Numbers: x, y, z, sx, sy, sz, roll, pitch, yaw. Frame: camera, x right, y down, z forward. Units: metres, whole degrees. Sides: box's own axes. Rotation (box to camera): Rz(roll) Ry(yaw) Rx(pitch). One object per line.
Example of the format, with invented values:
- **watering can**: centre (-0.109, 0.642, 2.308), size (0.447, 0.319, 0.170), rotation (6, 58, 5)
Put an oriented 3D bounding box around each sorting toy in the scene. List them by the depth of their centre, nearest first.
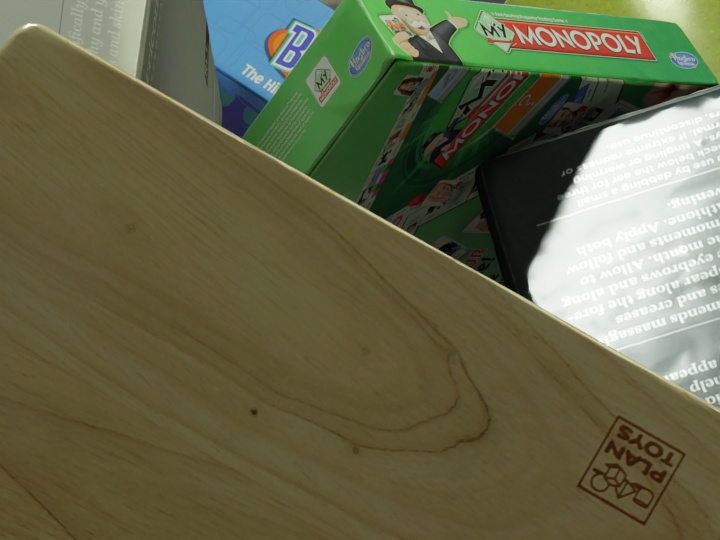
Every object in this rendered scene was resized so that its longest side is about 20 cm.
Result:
- **sorting toy**: centre (-0.039, 0.079, 0.693), size (0.200, 0.199, 0.070), rotation (30, -2, 10)

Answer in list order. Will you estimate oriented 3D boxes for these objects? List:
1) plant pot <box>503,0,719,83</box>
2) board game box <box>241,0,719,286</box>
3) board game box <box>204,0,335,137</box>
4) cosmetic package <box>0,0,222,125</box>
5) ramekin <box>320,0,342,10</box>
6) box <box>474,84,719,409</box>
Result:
- **plant pot**: centre (0.156, -0.016, 1.133), size (0.187, 0.187, 0.200), rotation (12, 40, -27)
- **board game box**: centre (0.000, 0.000, 0.875), size (0.135, 0.200, 0.029), rotation (2, 48, -43)
- **board game box**: centre (0.008, -0.026, 1.031), size (0.200, 0.045, 0.152), rotation (34, -18, 24)
- **cosmetic package**: centre (-0.091, -0.051, 0.873), size (0.090, 0.107, 0.200), rotation (4, -21, 1)
- **ramekin**: centre (-0.089, -0.141, 1.151), size (0.200, 0.098, 0.200), rotation (-4, 5, 0)
- **box**: centre (0.115, 0.069, 0.805), size (0.107, 0.148, 0.200), rotation (-17, 45, 3)
